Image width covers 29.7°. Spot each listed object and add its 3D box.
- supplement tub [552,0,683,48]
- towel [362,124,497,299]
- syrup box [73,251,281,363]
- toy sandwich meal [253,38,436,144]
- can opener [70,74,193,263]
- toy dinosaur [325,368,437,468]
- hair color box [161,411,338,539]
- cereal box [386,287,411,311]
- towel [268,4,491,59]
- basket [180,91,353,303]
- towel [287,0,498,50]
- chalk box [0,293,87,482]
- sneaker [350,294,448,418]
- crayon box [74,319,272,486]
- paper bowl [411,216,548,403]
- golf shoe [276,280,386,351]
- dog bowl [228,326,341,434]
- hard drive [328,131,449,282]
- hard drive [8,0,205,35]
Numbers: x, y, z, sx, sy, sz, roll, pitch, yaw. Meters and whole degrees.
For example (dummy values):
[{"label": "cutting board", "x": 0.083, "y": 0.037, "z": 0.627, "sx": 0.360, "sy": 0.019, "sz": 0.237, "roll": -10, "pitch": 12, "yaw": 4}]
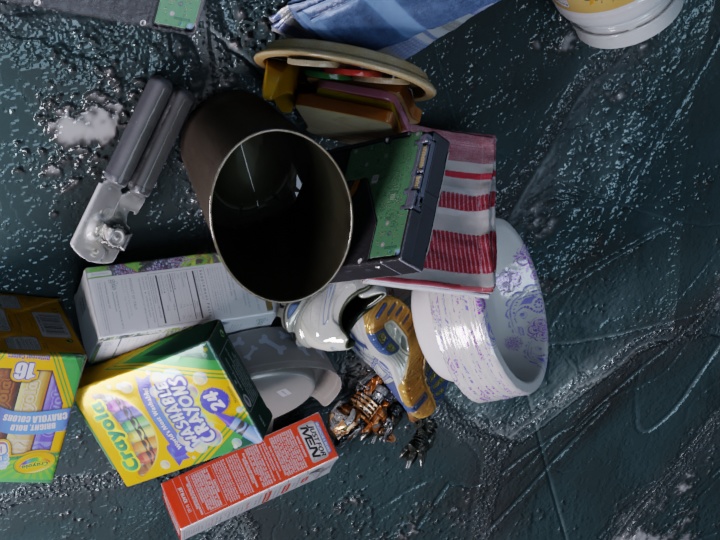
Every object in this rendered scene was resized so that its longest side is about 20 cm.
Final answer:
[{"label": "supplement tub", "x": 0.251, "y": -0.345, "z": 1.406, "sx": 0.144, "sy": 0.144, "sz": 0.200, "roll": -35, "pitch": 129, "yaw": -4}, {"label": "towel", "x": 0.074, "y": -0.069, "z": 1.443, "sx": 0.143, "sy": 0.201, "sz": 0.023, "roll": 6, "pitch": 150, "yaw": -6}, {"label": "syrup box", "x": -0.193, "y": 0.036, "z": 1.437, "sx": 0.199, "sy": 0.082, "sz": 0.079, "roll": -9, "pitch": 161, "yaw": -23}, {"label": "toy sandwich meal", "x": -0.018, "y": -0.173, "z": 1.354, "sx": 0.204, "sy": 0.205, "sz": 0.071, "roll": 12, "pitch": 88, "yaw": -32}, {"label": "can opener", "x": -0.237, "y": -0.102, "z": 1.371, "sx": 0.053, "sy": 0.067, "sz": 0.201, "roll": 24, "pitch": 93, "yaw": -36}, {"label": "toy dinosaur", "x": 0.045, "y": 0.157, "z": 1.637, "sx": 0.199, "sy": 0.102, "sz": 0.136, "roll": -21, "pitch": 128, "yaw": -14}, {"label": "hair color box", "x": -0.131, "y": 0.242, "z": 1.593, "sx": 0.199, "sy": 0.064, "sz": 0.111, "roll": -22, "pitch": 166, "yaw": -14}, {"label": "cereal box", "x": 0.026, "y": -0.004, "z": 1.568, "sx": 0.144, "sy": 0.040, "sz": 0.200, "roll": -38, "pitch": 129, "yaw": -2}, {"label": "towel", "x": 0.024, "y": -0.257, "z": 1.347, "sx": 0.146, "sy": 0.024, "sz": 0.199, "roll": 24, "pitch": 145, "yaw": -37}, {"label": "basket", "x": -0.103, "y": -0.092, "z": 1.337, "sx": 0.135, "sy": 0.200, "sz": 0.181, "roll": -21, "pitch": 122, "yaw": -10}, {"label": "towel", "x": 0.042, "y": -0.258, "z": 1.269, "sx": 0.199, "sy": 0.049, "sz": 0.112, "roll": -18, "pitch": 150, "yaw": 28}, {"label": "chalk box", "x": -0.374, "y": 0.137, "z": 1.395, "sx": 0.123, "sy": 0.125, "sz": 0.201, "roll": 7, "pitch": 114, "yaw": -31}, {"label": "sneaker", "x": 0.034, "y": 0.087, "z": 1.555, "sx": 0.075, "sy": 0.088, "sz": 0.201, "roll": -47, "pitch": 133, "yaw": -22}, {"label": "crayon box", "x": -0.208, "y": 0.144, "z": 1.409, "sx": 0.199, "sy": 0.052, "sz": 0.126, "roll": -20, "pitch": 111, "yaw": 19}, {"label": "paper bowl", "x": 0.128, "y": 0.047, "z": 1.524, "sx": 0.104, "sy": 0.202, "sz": 0.201, "roll": -12, "pitch": 134, "yaw": 25}, {"label": "golf shoe", "x": 0.000, "y": 0.000, "z": 1.445, "sx": 0.201, "sy": 0.097, "sz": 0.078, "roll": -63, "pitch": 144, "yaw": -14}, {"label": "dog bowl", "x": -0.123, "y": 0.127, "z": 1.509, "sx": 0.199, "sy": 0.059, "sz": 0.200, "roll": -15, "pitch": 156, "yaw": -7}, {"label": "hard drive", "x": -0.004, "y": -0.059, "z": 1.360, "sx": 0.038, "sy": 0.199, "sz": 0.141, "roll": 27, "pitch": 66, "yaw": -37}, {"label": "hard drive", "x": -0.230, "y": -0.303, "z": 1.252, "sx": 0.199, "sy": 0.038, "sz": 0.140, "roll": 5, "pitch": 116, "yaw": -29}]
